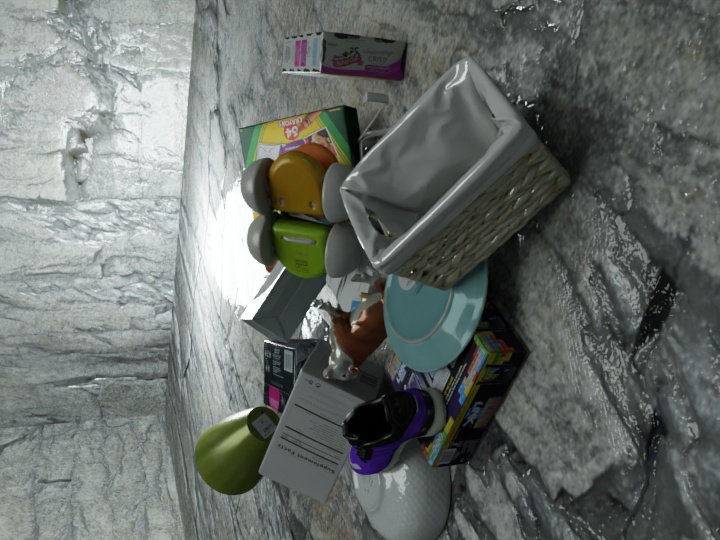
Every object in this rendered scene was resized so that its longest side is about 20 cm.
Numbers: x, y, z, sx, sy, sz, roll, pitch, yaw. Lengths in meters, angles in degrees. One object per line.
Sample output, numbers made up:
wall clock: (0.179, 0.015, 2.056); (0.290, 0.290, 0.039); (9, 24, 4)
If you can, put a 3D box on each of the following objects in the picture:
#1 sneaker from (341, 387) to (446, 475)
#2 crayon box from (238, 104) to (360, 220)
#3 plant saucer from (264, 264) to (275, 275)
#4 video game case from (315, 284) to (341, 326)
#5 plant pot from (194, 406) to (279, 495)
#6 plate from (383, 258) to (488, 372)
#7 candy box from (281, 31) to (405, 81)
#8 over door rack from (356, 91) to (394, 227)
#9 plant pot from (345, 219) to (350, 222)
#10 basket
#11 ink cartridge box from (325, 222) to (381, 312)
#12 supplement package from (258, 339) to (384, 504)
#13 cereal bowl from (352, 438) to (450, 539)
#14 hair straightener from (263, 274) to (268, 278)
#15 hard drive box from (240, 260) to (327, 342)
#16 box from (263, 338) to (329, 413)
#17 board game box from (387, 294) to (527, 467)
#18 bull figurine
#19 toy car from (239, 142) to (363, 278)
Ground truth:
sneaker: (0.014, 0.201, 0.807); (0.200, 0.099, 0.070); (-53, 44, 43)
crayon box: (-0.093, -0.167, 1.071); (0.199, 0.058, 0.173); (-6, 95, 24)
plant saucer: (-0.169, -0.085, 1.427); (0.200, 0.037, 0.201); (-36, 49, 56)
video game case: (-0.055, -0.005, 1.222); (0.143, 0.018, 0.201); (-138, 52, -60)
plant pot: (-0.276, 0.417, 1.566); (0.200, 0.187, 0.188); (-47, 46, 37)
plate: (0.077, 0.021, 0.774); (0.200, 0.026, 0.201); (-26, 59, 54)
candy box: (-0.033, -0.337, 1.024); (0.200, 0.136, 0.061); (-146, 57, -62)
over door rack: (0.033, -0.151, 0.941); (0.200, 0.066, 0.148); (111, 156, -82)
plant pot: (-0.055, -0.121, 1.177); (0.200, 0.027, 0.201); (-32, 53, 55)
basket: (0.097, -0.090, 0.669); (0.200, 0.123, 0.136); (-44, 45, 23)
ink cartridge box: (0.000, 0.000, 1.036); (0.200, 0.066, 0.116); (-124, 40, -52)
supplement package: (-0.059, 0.236, 1.016); (0.121, 0.119, 0.200); (-58, -8, -69)
cereal bowl: (0.044, 0.292, 0.922); (0.200, 0.083, 0.201); (179, 90, -65)
hair straightener: (-0.179, 0.008, 1.473); (0.200, 0.041, 0.077); (167, 102, -65)
hard drive box: (-0.139, 0.045, 1.179); (0.156, 0.077, 0.200); (-57, 12, -11)
box: (-0.101, 0.197, 1.211); (0.200, 0.114, 0.133); (176, 95, -65)
board game box: (0.110, 0.115, 0.803); (0.166, 0.057, 0.200); (-115, 34, -47)
bull figurine: (0.003, 0.068, 0.916); (0.200, 0.121, 0.065); (-42, 15, 14)
toy car: (-0.073, -0.092, 0.960); (0.150, 0.174, 0.201); (-54, -32, -56)
